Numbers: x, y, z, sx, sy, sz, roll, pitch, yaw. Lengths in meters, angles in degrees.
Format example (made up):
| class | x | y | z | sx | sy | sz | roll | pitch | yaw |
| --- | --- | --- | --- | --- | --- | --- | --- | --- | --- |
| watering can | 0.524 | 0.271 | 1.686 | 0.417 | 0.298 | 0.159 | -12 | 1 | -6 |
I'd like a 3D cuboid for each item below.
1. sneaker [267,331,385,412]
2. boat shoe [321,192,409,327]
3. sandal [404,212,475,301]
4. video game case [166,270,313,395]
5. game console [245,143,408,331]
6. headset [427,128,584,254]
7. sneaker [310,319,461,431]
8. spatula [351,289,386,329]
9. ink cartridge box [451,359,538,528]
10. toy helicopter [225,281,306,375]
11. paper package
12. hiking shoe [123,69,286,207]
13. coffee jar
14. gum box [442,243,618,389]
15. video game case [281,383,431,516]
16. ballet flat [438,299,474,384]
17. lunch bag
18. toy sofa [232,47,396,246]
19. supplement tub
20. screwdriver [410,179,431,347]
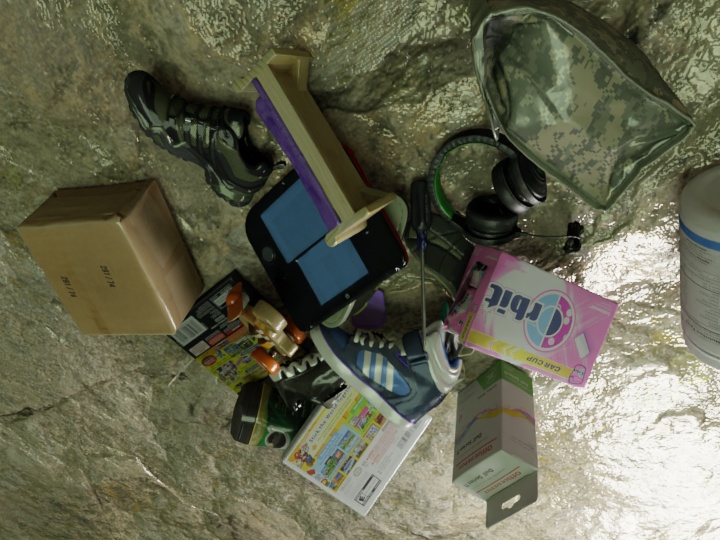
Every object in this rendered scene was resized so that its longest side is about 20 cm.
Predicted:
| class | x | y | z | sx | sy | sz | roll | pitch | yaw |
| --- | --- | --- | --- | --- | --- | --- | --- | --- | --- |
| sneaker | -0.042 | 0.160 | 0.840 | 0.196 | 0.066 | 0.093 | -22 | 86 | 10 |
| boat shoe | 0.006 | -0.015 | 0.710 | 0.072 | 0.060 | 0.203 | 43 | 118 | 18 |
| sandal | 0.135 | 0.004 | 0.717 | 0.079 | 0.057 | 0.202 | -40 | 95 | -1 |
| video game case | -0.204 | 0.111 | 0.901 | 0.198 | 0.026 | 0.181 | -32 | 114 | 31 |
| game console | -0.052 | -0.040 | 0.689 | 0.198 | 0.031 | 0.180 | -34 | 80 | 33 |
| headset | 0.174 | -0.086 | 0.642 | 0.198 | 0.094 | 0.125 | 36 | 133 | 5 |
| sneaker | 0.044 | 0.103 | 0.749 | 0.200 | 0.081 | 0.147 | 43 | 99 | 3 |
| spatula | 0.000 | 0.000 | 0.767 | 0.055 | 0.021 | 0.204 | 0 | 126 | 16 |
| ink cartridge box | 0.193 | 0.247 | 0.794 | 0.066 | 0.202 | 0.118 | 30 | 129 | -11 |
| toy helicopter | -0.136 | 0.066 | 0.751 | 0.132 | 0.079 | 0.200 | 44 | 161 | -1 |
| paper package | -0.353 | -0.014 | 0.792 | 0.185 | 0.105 | 0.204 | -2 | 127 | 17 |
| hiking shoe | -0.182 | -0.174 | 0.655 | 0.100 | 0.077 | 0.199 | -34 | 122 | 23 |
| coffee jar | -0.122 | 0.260 | 0.940 | 0.195 | 0.086 | 0.106 | 16 | 127 | -11 |
| gum box | 0.204 | 0.055 | 0.671 | 0.196 | 0.066 | 0.116 | 21 | 94 | -19 |
| video game case | -0.003 | 0.274 | 0.901 | 0.181 | 0.023 | 0.202 | 38 | 86 | -17 |
| ballet flat | 0.130 | 0.130 | 0.809 | 0.066 | 0.069 | 0.203 | 9 | 130 | -9 |
| lunch bag | 0.172 | -0.177 | 0.495 | 0.197 | 0.166 | 0.118 | 32 | 127 | -12 |
| toy sofa | -0.057 | -0.128 | 0.599 | 0.097 | 0.083 | 0.203 | -30 | 92 | 30 |
| supplement tub | 0.419 | -0.002 | 0.591 | 0.129 | 0.133 | 0.203 | -10 | 124 | 21 |
| screwdriver | 0.078 | -0.008 | 0.675 | 0.027 | 0.029 | 0.206 | -1 | 97 | 29 |
